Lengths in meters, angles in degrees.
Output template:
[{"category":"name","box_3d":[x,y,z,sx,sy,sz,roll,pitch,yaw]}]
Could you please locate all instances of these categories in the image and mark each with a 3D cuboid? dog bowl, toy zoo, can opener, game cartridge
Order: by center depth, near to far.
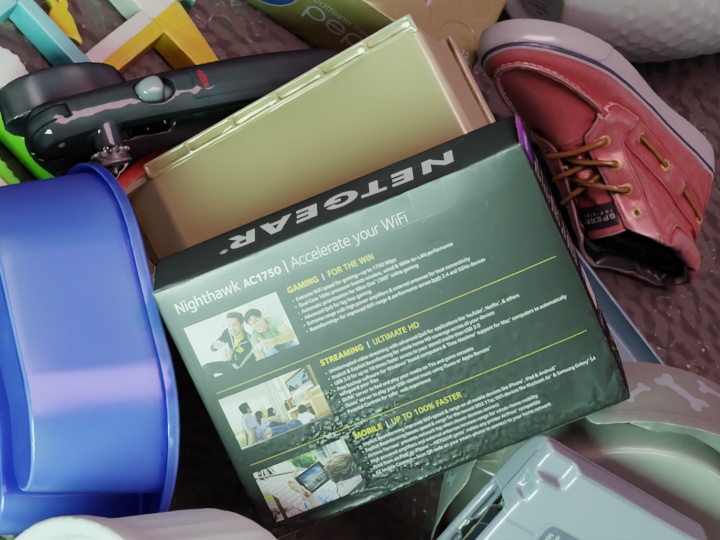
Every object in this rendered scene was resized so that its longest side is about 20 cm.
[{"category":"game cartridge","box_3d":[0.081,0.186,1.475,0.133,0.200,0.041,32,19,-25]},{"category":"dog bowl","box_3d":[0.133,0.128,1.518,0.200,0.200,0.059,18,40,-19]},{"category":"can opener","box_3d":[-0.096,-0.093,1.563,0.200,0.063,0.079,-12,71,-21]},{"category":"toy zoo","box_3d":[-0.156,-0.107,1.602,0.131,0.020,0.200,47,54,0]}]

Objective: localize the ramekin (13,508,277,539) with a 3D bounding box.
[{"category":"ramekin","box_3d":[-0.092,0.210,1.370,0.098,0.200,0.201,-8,69,-40]}]

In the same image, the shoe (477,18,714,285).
[{"category":"shoe","box_3d":[0.140,-0.067,1.684,0.200,0.071,0.091,33,52,-39]}]

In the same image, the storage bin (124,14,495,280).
[{"category":"storage bin","box_3d":[0.000,0.000,1.533,0.198,0.094,0.200,-29,78,9]}]

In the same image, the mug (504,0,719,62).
[{"category":"mug","box_3d":[0.165,-0.215,1.770,0.175,0.148,0.200,-14,42,-26]}]

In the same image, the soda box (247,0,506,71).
[{"category":"soda box","box_3d":[-0.017,-0.179,1.688,0.200,0.064,0.068,33,54,-9]}]

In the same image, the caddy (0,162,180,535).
[{"category":"caddy","box_3d":[-0.147,0.043,1.457,0.105,0.141,0.200,-5,69,-25]}]

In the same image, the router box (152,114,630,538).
[{"category":"router box","box_3d":[0.016,0.030,1.420,0.051,0.200,0.149,-95,162,-69]}]

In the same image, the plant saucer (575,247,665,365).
[{"category":"plant saucer","box_3d":[0.106,0.010,1.679,0.070,0.019,0.200,-30,79,-37]}]
